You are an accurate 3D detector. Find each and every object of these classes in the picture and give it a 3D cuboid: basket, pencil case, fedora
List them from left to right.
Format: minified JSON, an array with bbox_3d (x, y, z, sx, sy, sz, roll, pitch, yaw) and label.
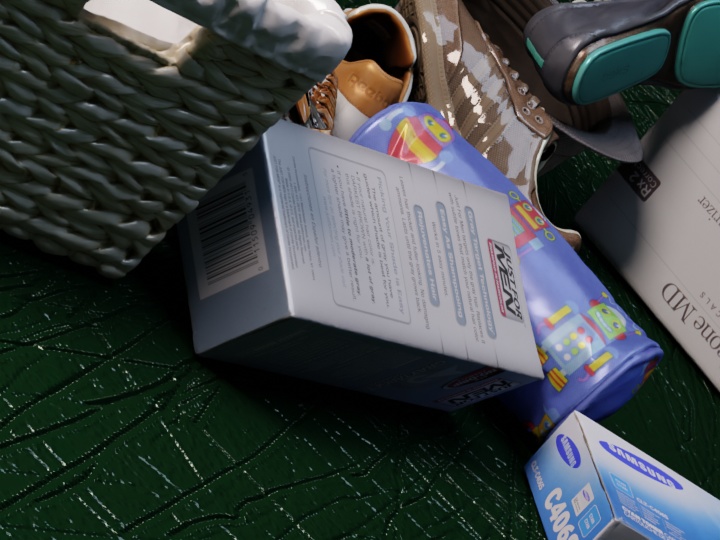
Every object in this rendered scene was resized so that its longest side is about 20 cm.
[{"bbox_3d":[-0.147,-0.129,1.226,0.198,0.161,0.200,23,25,-42],"label":"basket"},{"bbox_3d":[0.064,0.003,1.463,0.078,0.087,0.200,-25,66,-42],"label":"pencil case"},{"bbox_3d":[0.076,-0.114,1.726,0.177,0.090,0.200,18,37,-47],"label":"fedora"}]

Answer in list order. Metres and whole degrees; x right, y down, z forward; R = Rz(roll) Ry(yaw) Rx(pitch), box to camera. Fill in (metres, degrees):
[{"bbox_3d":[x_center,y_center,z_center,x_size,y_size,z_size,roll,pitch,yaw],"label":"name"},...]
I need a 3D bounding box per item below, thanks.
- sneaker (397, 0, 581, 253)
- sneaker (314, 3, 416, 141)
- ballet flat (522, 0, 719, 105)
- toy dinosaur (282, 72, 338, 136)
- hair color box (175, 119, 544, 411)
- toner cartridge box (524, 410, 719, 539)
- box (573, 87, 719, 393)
[{"bbox_3d":[0.069,-0.081,1.592,0.075,0.071,0.201,-4,64,-14],"label":"sneaker"},{"bbox_3d":[0.001,-0.119,1.609,0.073,0.085,0.200,33,19,-17],"label":"sneaker"},{"bbox_3d":[0.172,-0.144,1.704,0.199,0.073,0.073,-13,53,-41],"label":"ballet flat"},{"bbox_3d":[-0.057,-0.070,1.415,0.136,0.102,0.200,64,3,-7],"label":"toy dinosaur"},{"bbox_3d":[0.000,0.000,1.327,0.200,0.060,0.099,15,59,-51],"label":"hair color box"},{"bbox_3d":[0.176,0.154,1.406,0.200,0.043,0.095,32,20,-25],"label":"toner cartridge box"},{"bbox_3d":[0.278,0.001,1.803,0.200,0.131,0.199,12,34,-53],"label":"box"}]
